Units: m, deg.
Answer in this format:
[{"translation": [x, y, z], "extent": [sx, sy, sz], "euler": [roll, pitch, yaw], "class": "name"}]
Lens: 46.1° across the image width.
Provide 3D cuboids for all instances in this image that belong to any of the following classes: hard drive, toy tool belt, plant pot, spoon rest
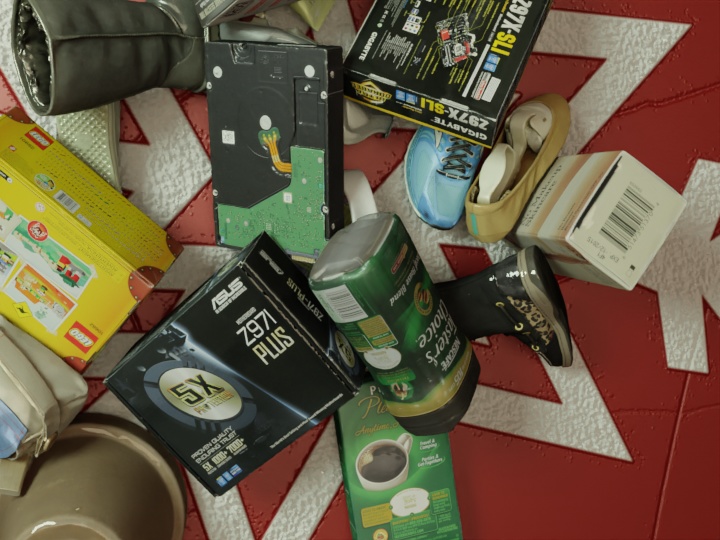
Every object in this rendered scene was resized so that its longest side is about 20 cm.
[{"translation": [-0.081, -0.113, 0.812], "extent": [0.137, 0.038, 0.204], "euler": [9, 111, 27], "class": "hard drive"}, {"translation": [-0.358, 0.102, 0.770], "extent": [0.199, 0.125, 0.124], "euler": [37, 60, -5], "class": "toy tool belt"}, {"translation": [-0.264, 0.257, 0.800], "extent": [0.196, 0.175, 0.205], "euler": [-1, 97, -11], "class": "plant pot"}, {"translation": [0.000, 0.000, 0.858], "extent": [0.098, 0.060, 0.204], "euler": [-11, 97, -22], "class": "spoon rest"}]

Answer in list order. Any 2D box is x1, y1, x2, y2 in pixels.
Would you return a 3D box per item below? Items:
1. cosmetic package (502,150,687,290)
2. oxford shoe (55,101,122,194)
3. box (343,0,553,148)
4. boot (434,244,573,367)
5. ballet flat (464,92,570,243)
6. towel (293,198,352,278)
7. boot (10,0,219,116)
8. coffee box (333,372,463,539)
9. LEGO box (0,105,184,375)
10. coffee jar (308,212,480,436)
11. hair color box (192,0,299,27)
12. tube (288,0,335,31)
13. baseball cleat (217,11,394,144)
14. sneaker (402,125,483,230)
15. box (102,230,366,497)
[{"translation": [0.219, -0.054, 0.852], "extent": [0.087, 0.200, 0.104], "euler": [34, 87, -12], "class": "cosmetic package"}, {"translation": [-0.267, -0.104, 0.826], "extent": [0.074, 0.058, 0.204], "euler": [4, 109, -9], "class": "oxford shoe"}, {"translation": [0.090, -0.233, 0.821], "extent": [0.157, 0.050, 0.202], "euler": [21, 67, 10], "class": "box"}, {"translation": [0.142, 0.056, 0.900], "extent": [0.148, 0.200, 0.074], "euler": [-15, 57, 17], "class": "boot"}, {"translation": [0.164, -0.121, 0.871], "extent": [0.202, 0.068, 0.063], "euler": [-62, 144, -22], "class": "ballet flat"}, {"translation": [-0.049, 0.018, 0.896], "extent": [0.143, 0.023, 0.202], "euler": [35, 88, -13], "class": "towel"}, {"translation": [-0.219, -0.236, 0.760], "extent": [0.198, 0.072, 0.186], "euler": [-15, 97, -45], "class": "boot"}, {"translation": [0.039, 0.207, 0.921], "extent": [0.121, 0.044, 0.204], "euler": [-11, 98, -10], "class": "coffee box"}, {"translation": [-0.289, -0.022, 0.784], "extent": [0.199, 0.078, 0.149], "euler": [41, 120, -12], "class": "LEGO box"}, {"translation": [0.038, 0.054, 0.791], "extent": [0.084, 0.105, 0.202], "euler": [-14, 120, 33], "class": "coffee jar"}, {"translation": [-0.055, -0.290, 0.784], "extent": [0.198, 0.101, 0.062], "euler": [-28, 102, -30], "class": "hair color box"}, {"translation": [-0.103, -0.330, 0.840], "extent": [0.199, 0.052, 0.058], "euler": [35, 116, -17], "class": "tube"}, {"translation": [-0.055, -0.184, 0.850], "extent": [0.196, 0.070, 0.109], "euler": [14, 91, -11], "class": "baseball cleat"}, {"translation": [0.096, -0.143, 0.874], "extent": [0.077, 0.090, 0.204], "euler": [8, 94, -12], "class": "sneaker"}, {"translation": [-0.117, 0.093, 0.820], "extent": [0.199, 0.086, 0.164], "euler": [-37, 102, 20], "class": "box"}]
